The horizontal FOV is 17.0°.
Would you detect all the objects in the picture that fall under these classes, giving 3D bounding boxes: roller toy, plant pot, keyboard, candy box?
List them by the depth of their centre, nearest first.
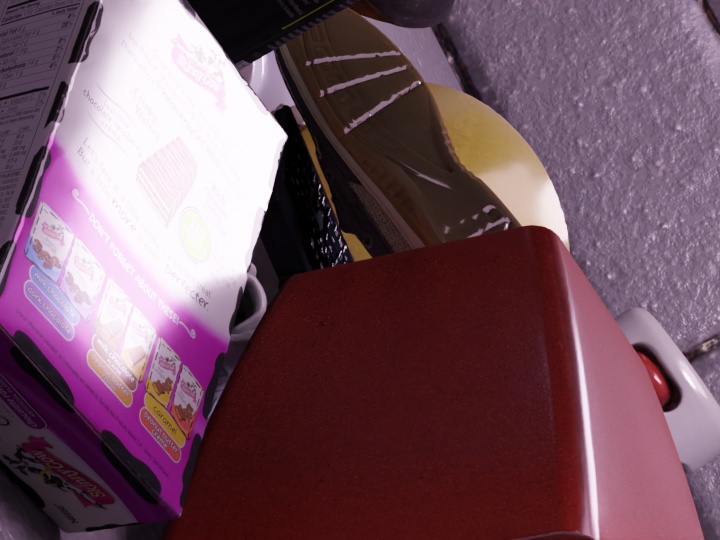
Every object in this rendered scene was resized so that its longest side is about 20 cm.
[{"bbox_3d":[-0.105,-0.018,0.953,0.137,0.061,0.201,53,39,-40],"label":"candy box"},{"bbox_3d":[0.043,0.097,1.064,0.200,0.199,0.177,51,34,-47],"label":"plant pot"},{"bbox_3d":[-0.005,0.018,1.199,0.200,0.039,0.104,66,26,-45],"label":"keyboard"},{"bbox_3d":[0.000,0.000,1.381,0.142,0.200,0.201,-20,80,-55],"label":"plant pot"},{"bbox_3d":[0.295,0.145,2.573,0.200,0.139,0.183,54,1,-25],"label":"roller toy"}]

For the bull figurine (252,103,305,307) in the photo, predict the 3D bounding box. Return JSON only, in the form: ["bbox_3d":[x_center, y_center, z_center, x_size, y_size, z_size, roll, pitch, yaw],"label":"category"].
[{"bbox_3d":[-0.080,-0.053,1.246,0.200,0.122,0.065,46,43,16],"label":"bull figurine"}]

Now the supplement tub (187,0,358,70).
[{"bbox_3d":[-0.039,-0.169,1.080,0.123,0.199,0.123,59,9,-16],"label":"supplement tub"}]

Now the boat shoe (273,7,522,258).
[{"bbox_3d":[0.013,-0.041,1.165,0.072,0.066,0.201,-22,69,-41],"label":"boat shoe"}]

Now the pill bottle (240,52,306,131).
[{"bbox_3d":[-0.080,-0.117,1.437,0.112,0.112,0.200,62,9,4],"label":"pill bottle"}]

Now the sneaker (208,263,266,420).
[{"bbox_3d":[-0.072,0.036,1.137,0.071,0.080,0.200,62,5,10],"label":"sneaker"}]

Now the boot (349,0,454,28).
[{"bbox_3d":[-0.060,-0.201,1.519,0.188,0.200,0.069,-2,103,-42],"label":"boot"}]
